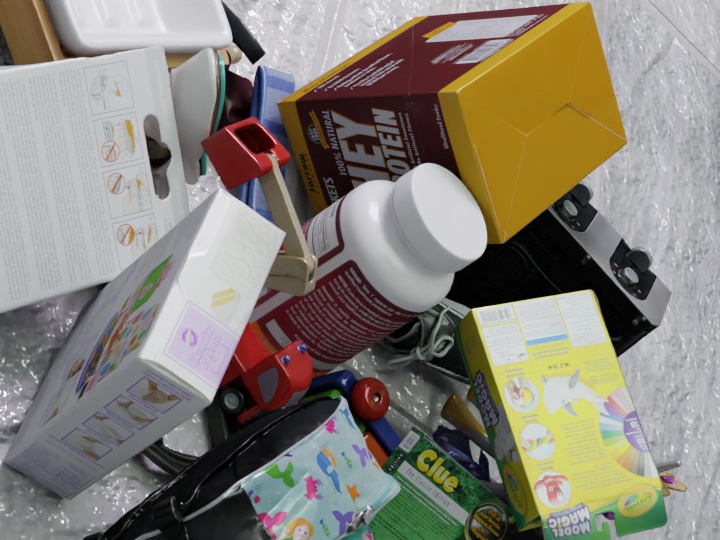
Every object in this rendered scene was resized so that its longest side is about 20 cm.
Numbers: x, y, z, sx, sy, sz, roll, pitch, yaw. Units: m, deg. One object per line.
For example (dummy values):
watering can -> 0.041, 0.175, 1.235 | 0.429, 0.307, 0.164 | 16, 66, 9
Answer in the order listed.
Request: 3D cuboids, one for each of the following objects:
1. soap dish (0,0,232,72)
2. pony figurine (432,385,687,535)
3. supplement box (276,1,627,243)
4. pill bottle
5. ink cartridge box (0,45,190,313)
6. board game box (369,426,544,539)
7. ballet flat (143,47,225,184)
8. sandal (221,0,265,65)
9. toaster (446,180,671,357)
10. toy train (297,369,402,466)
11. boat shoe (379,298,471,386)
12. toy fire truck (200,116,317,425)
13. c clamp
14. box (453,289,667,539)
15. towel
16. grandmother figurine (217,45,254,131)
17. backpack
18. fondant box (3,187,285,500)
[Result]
soap dish -> -0.202, -0.221, 1.359 | 0.200, 0.081, 0.158 | -13, 80, -55
pony figurine -> 0.149, 0.181, 1.480 | 0.200, 0.193, 0.167 | 30, 35, -5
supplement box -> 0.079, -0.125, 1.490 | 0.197, 0.200, 0.133 | -37, 117, -40
pill bottle -> 0.000, 0.000, 1.397 | 0.113, 0.200, 0.113 | 31, 42, -33
ink cartridge box -> -0.215, -0.066, 1.221 | 0.200, 0.050, 0.162 | -18, 103, -43
board game box -> 0.075, 0.216, 1.363 | 0.200, 0.105, 0.023 | 43, -5, -31
ballet flat -> -0.143, -0.112, 1.343 | 0.069, 0.200, 0.070 | 3, 74, -9
sandal -> -0.160, -0.230, 1.487 | 0.200, 0.043, 0.076 | 38, -2, 17
toaster -> 0.162, 0.022, 1.613 | 0.181, 0.200, 0.119 | 47, 31, 0
toy train -> 0.005, 0.187, 1.374 | 0.200, 0.085, 0.116 | 55, 49, -16
boat shoe -> 0.049, 0.050, 1.532 | 0.199, 0.074, 0.068 | 42, 32, -21
toy fire truck -> -0.081, 0.003, 1.311 | 0.200, 0.141, 0.049 | 58, 28, 0
c clamp -> -0.155, 0.071, 1.306 | 0.171, 0.027, 0.200 | 15, 50, -52
box -> 0.159, 0.120, 1.384 | 0.117, 0.048, 0.200 | -8, 67, -23
towel -> -0.025, -0.089, 1.544 | 0.200, 0.024, 0.147 | 14, 80, -46
grandmother figurine -> -0.103, -0.147, 1.520 | 0.200, 0.061, 0.121 | 16, 43, -49
backpack -> -0.067, 0.177, 1.186 | 0.151, 0.177, 0.200 | 54, 36, -7
fondant box -> -0.143, 0.052, 1.149 | 0.058, 0.200, 0.144 | 35, 51, -16
